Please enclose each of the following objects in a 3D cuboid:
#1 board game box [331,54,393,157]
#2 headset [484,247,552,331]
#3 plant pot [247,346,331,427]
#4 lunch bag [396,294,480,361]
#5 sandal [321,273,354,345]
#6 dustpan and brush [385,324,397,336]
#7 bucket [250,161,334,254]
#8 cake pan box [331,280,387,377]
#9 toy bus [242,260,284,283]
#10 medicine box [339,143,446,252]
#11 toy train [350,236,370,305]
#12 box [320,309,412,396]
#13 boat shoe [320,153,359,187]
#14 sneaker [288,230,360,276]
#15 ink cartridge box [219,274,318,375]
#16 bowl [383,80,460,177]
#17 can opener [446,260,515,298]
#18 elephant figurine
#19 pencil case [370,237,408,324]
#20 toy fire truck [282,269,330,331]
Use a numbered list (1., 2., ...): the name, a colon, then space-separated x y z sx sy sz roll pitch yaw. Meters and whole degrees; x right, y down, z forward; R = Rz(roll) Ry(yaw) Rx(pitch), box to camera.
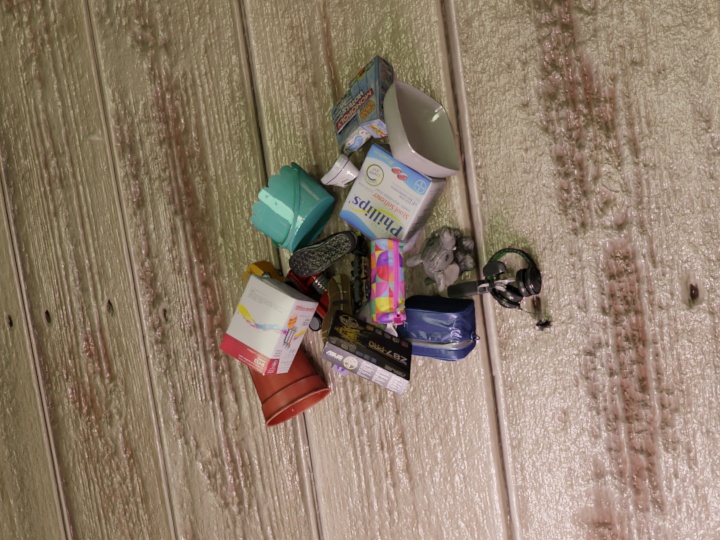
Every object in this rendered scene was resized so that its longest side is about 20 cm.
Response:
1. board game box: 0.008 -0.372 1.593 0.199 0.061 0.202 -39 43 27
2. headset: 0.368 0.044 1.532 0.123 0.093 0.202 -41 63 31
3. plant pot: -0.207 0.281 1.805 0.200 0.199 0.197 -38 72 27
4. lunch bag: 0.187 0.142 1.592 0.197 0.135 0.135 5 104 29
5. sandal: -0.049 0.104 1.652 0.079 0.054 0.203 -6 59 14
6. dustpan and brush: 0.058 0.164 1.719 0.138 0.057 0.203 30 117 20
7. bucket: -0.169 -0.152 1.706 0.134 0.207 0.209 36 113 13
8. cake pan box: 0.000 0.136 1.670 0.052 0.201 0.185 33 116 -15
9. toy bus: -0.231 0.060 1.843 0.200 0.065 0.079 47 116 14
10. medicine box: 0.076 -0.173 1.622 0.181 0.102 0.202 35 111 19
11. toy train: 0.000 0.000 1.674 0.034 0.045 0.203 -32 47 38
12. box: 0.017 0.178 1.487 0.197 0.162 0.050 26 115 -4
13. boat shoe: -0.049 -0.231 1.648 0.066 0.200 0.074 38 88 -8
14. sneaker: -0.086 -0.045 1.691 0.197 0.083 0.073 -21 99 19
15. ink cartridge box: -0.223 0.133 1.665 0.143 0.145 0.203 25 94 20
16. bowl: 0.126 -0.305 1.507 0.074 0.198 0.203 -29 61 36
17. can opener: 0.274 0.026 1.536 0.199 0.052 0.068 -24 73 56
18. elephant figurine: 0.175 -0.029 1.536 0.139 0.199 0.159 -1 98 27
19. pencil case: 0.065 0.026 1.528 0.087 0.088 0.204 -9 78 28
20. toy fire truck: -0.089 0.025 1.745 0.176 0.128 0.201 45 125 15
